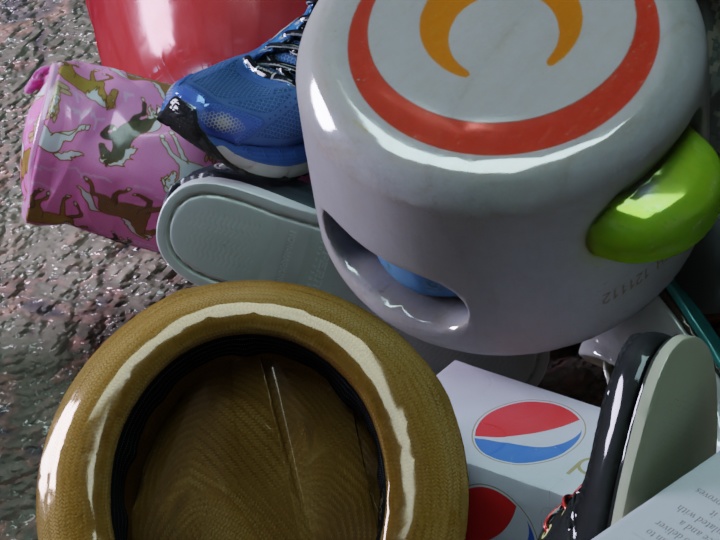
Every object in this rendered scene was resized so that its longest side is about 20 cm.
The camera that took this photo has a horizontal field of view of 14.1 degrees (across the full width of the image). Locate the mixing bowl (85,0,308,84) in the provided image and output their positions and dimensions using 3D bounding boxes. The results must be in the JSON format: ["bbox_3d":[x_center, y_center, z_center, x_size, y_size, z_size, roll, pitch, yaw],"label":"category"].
[{"bbox_3d":[-0.055,-0.106,1.562,0.199,0.200,0.109,-5,51,11],"label":"mixing bowl"}]

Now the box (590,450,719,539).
[{"bbox_3d":[0.188,0.145,1.137,0.200,0.153,0.106,-32,39,-25],"label":"box"}]

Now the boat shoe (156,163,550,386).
[{"bbox_3d":[0.000,0.000,1.404,0.200,0.076,0.060,28,19,-3],"label":"boat shoe"}]

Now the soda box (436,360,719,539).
[{"bbox_3d":[0.102,0.105,1.265,0.200,0.064,0.068,17,37,36],"label":"soda box"}]

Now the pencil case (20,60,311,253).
[{"bbox_3d":[-0.075,-0.051,1.475,0.199,0.083,0.087,9,34,-6],"label":"pencil case"}]

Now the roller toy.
[{"bbox_3d":[0.066,-0.063,1.316,0.182,0.140,0.201,-6,52,3],"label":"roller toy"}]

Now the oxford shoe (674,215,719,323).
[{"bbox_3d":[0.180,0.000,1.429,0.199,0.071,0.072,10,79,24],"label":"oxford shoe"}]

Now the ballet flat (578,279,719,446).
[{"bbox_3d":[0.164,0.084,1.305,0.069,0.070,0.200,-24,54,-17],"label":"ballet flat"}]

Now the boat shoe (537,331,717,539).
[{"bbox_3d":[0.097,0.116,1.171,0.063,0.202,0.074,22,24,34],"label":"boat shoe"}]

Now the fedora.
[{"bbox_3d":[-0.044,0.106,1.261,0.200,0.082,0.201,-2,69,4],"label":"fedora"}]

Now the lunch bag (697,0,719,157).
[{"bbox_3d":[0.207,-0.102,1.499,0.199,0.118,0.164,13,16,-23],"label":"lunch bag"}]

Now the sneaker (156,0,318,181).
[{"bbox_3d":[-0.020,-0.108,1.423,0.078,0.089,0.200,33,37,29],"label":"sneaker"}]
